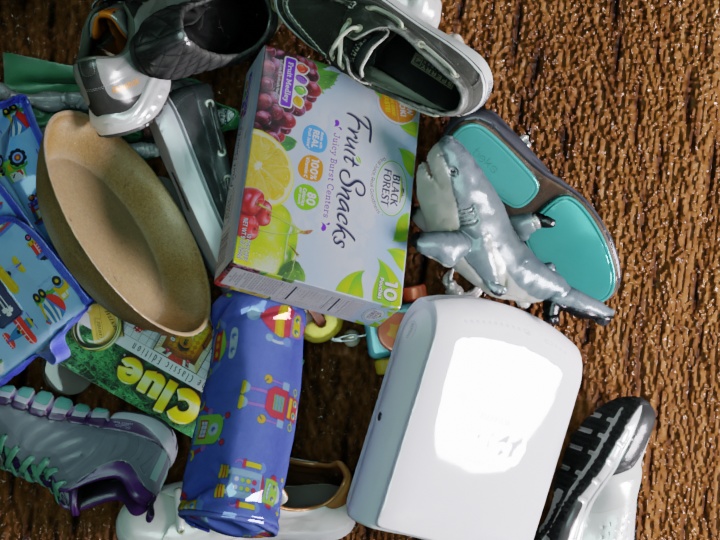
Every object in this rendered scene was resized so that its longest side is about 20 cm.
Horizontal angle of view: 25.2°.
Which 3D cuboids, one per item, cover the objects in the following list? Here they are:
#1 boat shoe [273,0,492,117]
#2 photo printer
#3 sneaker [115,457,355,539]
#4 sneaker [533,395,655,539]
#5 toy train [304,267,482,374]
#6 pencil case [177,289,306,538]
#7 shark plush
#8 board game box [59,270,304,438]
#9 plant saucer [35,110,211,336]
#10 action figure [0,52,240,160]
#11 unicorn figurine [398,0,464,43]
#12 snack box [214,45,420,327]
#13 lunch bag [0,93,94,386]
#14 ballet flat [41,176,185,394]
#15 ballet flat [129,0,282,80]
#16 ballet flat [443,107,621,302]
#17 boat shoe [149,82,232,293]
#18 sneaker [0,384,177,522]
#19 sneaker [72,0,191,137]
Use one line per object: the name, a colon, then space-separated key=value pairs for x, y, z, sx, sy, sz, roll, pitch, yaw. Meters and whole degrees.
boat shoe: x=0.010 y=-0.183 z=1.285 sx=0.200 sy=0.064 sz=0.071 roll=28 pitch=117 yaw=17
photo printer: x=0.090 y=0.124 z=1.313 sx=0.166 sy=0.069 sz=0.200 roll=18 pitch=88 yaw=-28
sneaker: x=-0.102 y=0.182 z=1.317 sx=0.199 sy=0.085 sz=0.073 roll=-7 pitch=50 yaw=-8
sneaker: x=0.201 y=0.201 z=1.349 sx=0.080 sy=0.074 sz=0.200 roll=24 pitch=93 yaw=-16
toy train: x=0.000 y=0.000 z=1.344 sx=0.200 sy=0.056 sz=0.150 roll=29 pitch=89 yaw=-1
pencil case: x=-0.093 y=0.111 z=1.267 sx=0.087 sy=0.078 sz=0.200 roll=-11 pitch=62 yaw=36
shark plush: x=0.121 y=-0.017 z=1.288 sx=0.200 sy=0.091 sz=0.083 roll=40 pitch=104 yaw=2
board game box: x=-0.155 y=0.070 z=1.330 sx=0.200 sy=0.023 sz=0.105 roll=31 pitch=87 yaw=-15
plant saucer: x=-0.189 y=-0.029 z=1.246 sx=0.035 sy=0.200 sz=0.200 roll=-31 pitch=90 yaw=17
action figure: x=-0.199 y=-0.127 z=1.343 sx=0.199 sy=0.055 sz=0.118 roll=-1 pitch=87 yaw=-6
unicorn figurine: x=0.030 y=-0.231 z=1.346 sx=0.200 sy=0.074 sz=0.138 roll=19 pitch=98 yaw=13
snack box: x=-0.031 y=-0.067 z=1.289 sx=0.142 sy=0.053 sz=0.200 roll=16 pitch=62 yaw=-19
lunch bag: x=-0.286 y=-0.012 z=1.274 sx=0.150 sy=0.094 sz=0.200 roll=-38 pitch=82 yaw=32
ballet flat: x=-0.208 y=0.012 z=1.347 sx=0.067 sy=0.046 sz=0.200 roll=27 pitch=85 yaw=-14
ballet flat: x=-0.108 y=-0.193 z=1.286 sx=0.057 sy=0.200 sz=0.067 roll=-10 pitch=106 yaw=33
ballet flat: x=0.145 y=-0.059 z=1.338 sx=0.073 sy=0.073 sz=0.200 roll=-44 pitch=102 yaw=-2
boat shoe: x=-0.115 y=-0.057 z=1.318 sx=0.057 sy=0.069 sz=0.200 roll=-25 pitch=110 yaw=-12
sneaker: x=-0.253 y=0.151 z=1.305 sx=0.199 sy=0.075 sz=0.088 roll=6 pitch=48 yaw=5
sneaker: x=-0.179 y=-0.198 z=1.289 sx=0.074 sy=0.200 sz=0.079 roll=-9 pitch=134 yaw=19
